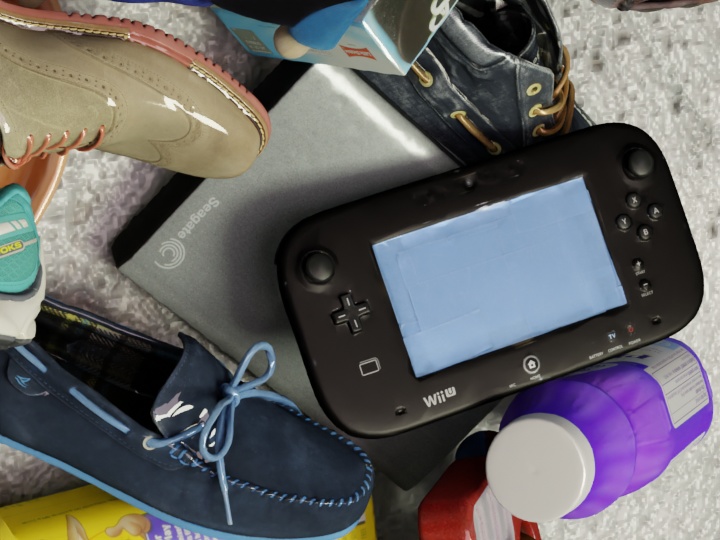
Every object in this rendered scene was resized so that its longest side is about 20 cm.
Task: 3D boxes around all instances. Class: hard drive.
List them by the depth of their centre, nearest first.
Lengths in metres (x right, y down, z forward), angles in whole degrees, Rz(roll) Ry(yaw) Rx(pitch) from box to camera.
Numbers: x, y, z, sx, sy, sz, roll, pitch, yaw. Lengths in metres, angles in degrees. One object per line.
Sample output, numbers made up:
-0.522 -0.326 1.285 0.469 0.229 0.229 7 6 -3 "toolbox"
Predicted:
0.000 0.000 0.985 0.140 0.033 0.200 -45 119 9 "hard drive"

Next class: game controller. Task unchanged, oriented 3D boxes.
0.061 0.003 0.943 0.199 0.042 0.105 -18 79 -18 "game controller"

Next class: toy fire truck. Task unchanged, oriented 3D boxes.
0.070 0.168 1.002 0.111 0.200 0.169 -6 96 14 "toy fire truck"

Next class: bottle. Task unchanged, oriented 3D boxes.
0.112 0.077 0.997 0.200 0.083 0.066 -16 90 -67 "bottle"

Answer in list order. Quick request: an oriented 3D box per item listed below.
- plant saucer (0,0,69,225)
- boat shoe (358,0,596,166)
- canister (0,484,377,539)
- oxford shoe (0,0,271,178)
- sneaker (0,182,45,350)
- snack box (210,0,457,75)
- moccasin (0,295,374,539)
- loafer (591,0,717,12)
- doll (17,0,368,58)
-0.219 -0.073 0.872 0.199 0.037 0.201 -6 103 -27 "plant saucer"
0.077 -0.080 0.986 0.200 0.091 0.071 30 58 -29 "boat shoe"
-0.092 0.163 0.964 0.199 0.086 0.149 -12 107 -27 "canister"
-0.130 -0.065 0.847 0.199 0.070 0.075 17 54 -22 "oxford shoe"
-0.222 -0.015 0.834 0.199 0.077 0.080 10 75 -32 "sneaker"
0.030 -0.177 0.920 0.037 0.116 0.200 46 71 -34 "snack box"
-0.086 0.064 0.908 0.199 0.081 0.068 17 127 -8 "moccasin"
0.131 -0.153 0.962 0.072 0.063 0.200 -66 163 14 "loafer"
-0.055 -0.135 0.815 0.137 0.199 0.049 65 38 -50 "doll"
